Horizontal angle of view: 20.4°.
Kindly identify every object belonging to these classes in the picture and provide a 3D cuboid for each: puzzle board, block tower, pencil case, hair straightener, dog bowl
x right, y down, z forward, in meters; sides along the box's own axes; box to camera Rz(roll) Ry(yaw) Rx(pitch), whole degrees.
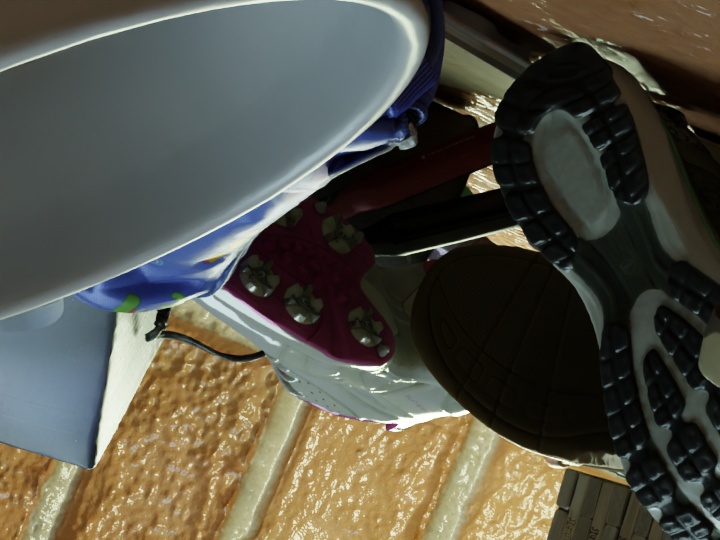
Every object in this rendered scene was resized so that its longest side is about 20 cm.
[{"bbox_3d":[-0.026,-0.113,0.747,0.200,0.017,0.151,26,178,-35],"label":"puzzle board"},{"bbox_3d":[0.148,0.125,0.788,0.058,0.054,0.200,17,177,-24],"label":"block tower"},{"bbox_3d":[-0.044,-0.048,0.663,0.087,0.078,0.200,54,145,0],"label":"pencil case"},{"bbox_3d":[0.000,0.000,0.893,0.041,0.199,0.077,-118,5,-67],"label":"hair straightener"},{"bbox_3d":[-0.089,-0.052,0.488,0.079,0.200,0.200,66,-173,11],"label":"dog bowl"}]

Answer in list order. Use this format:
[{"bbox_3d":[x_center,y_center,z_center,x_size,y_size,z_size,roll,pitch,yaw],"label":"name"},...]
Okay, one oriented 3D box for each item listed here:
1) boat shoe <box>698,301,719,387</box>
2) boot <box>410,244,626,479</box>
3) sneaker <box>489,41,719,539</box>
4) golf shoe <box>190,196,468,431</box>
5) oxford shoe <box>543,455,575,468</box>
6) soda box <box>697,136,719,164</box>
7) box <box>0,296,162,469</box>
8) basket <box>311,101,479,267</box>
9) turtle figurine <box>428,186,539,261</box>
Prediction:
[{"bbox_3d":[0.150,-0.013,0.593,0.074,0.069,0.200,18,-163,12],"label":"boat shoe"},{"bbox_3d":[0.129,0.055,0.809,0.200,0.072,0.155,22,-179,30],"label":"boot"},{"bbox_3d":[0.124,0.011,0.691,0.088,0.201,0.077,-3,155,-45],"label":"sneaker"},{"bbox_3d":[-0.015,0.026,0.840,0.200,0.076,0.091,24,137,-39],"label":"golf shoe"},{"bbox_3d":[0.165,0.046,1.026,0.073,0.072,0.200,16,-145,37],"label":"oxford shoe"},{"bbox_3d":[0.199,0.013,0.752,0.200,0.064,0.068,23,179,27],"label":"soda box"},{"bbox_3d":[-0.180,-0.047,0.866,0.199,0.199,0.123,15,-148,4],"label":"box"},{"bbox_3d":[-0.069,-0.060,0.983,0.200,0.136,0.180,28,158,-11],"label":"basket"},{"bbox_3d":[0.127,0.017,0.938,0.149,0.101,0.200,4,-158,-43],"label":"turtle figurine"}]
